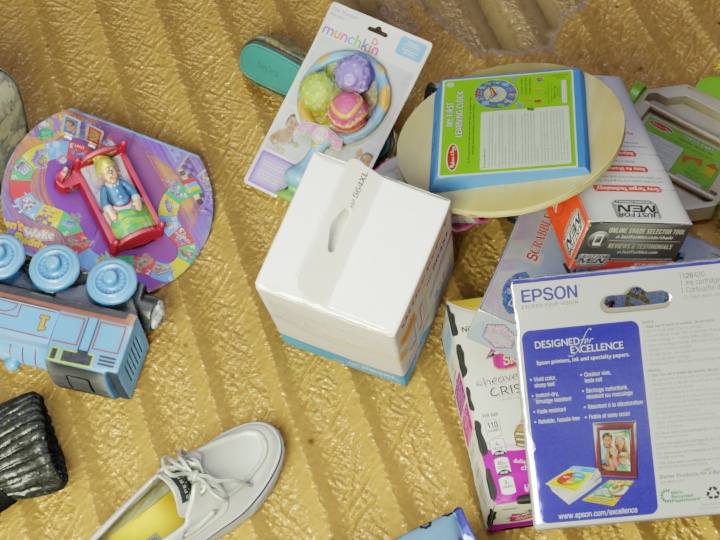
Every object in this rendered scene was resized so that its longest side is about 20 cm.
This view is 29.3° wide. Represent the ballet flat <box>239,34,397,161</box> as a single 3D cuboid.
[{"bbox_3d":[-0.032,-0.180,1.393,0.200,0.071,0.071,34,62,17],"label":"ballet flat"}]

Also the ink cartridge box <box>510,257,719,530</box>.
[{"bbox_3d":[0.225,0.097,1.093,0.196,0.047,0.201,-5,87,5],"label":"ink cartridge box"}]

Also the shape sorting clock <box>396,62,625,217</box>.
[{"bbox_3d":[0.129,-0.114,1.192,0.199,0.039,0.201,-6,44,6],"label":"shape sorting clock"}]

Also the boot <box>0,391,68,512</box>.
[{"bbox_3d":[-0.313,0.202,1.118,0.157,0.080,0.212,-13,57,-10],"label":"boot"}]

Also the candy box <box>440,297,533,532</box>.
[{"bbox_3d":[0.155,0.116,1.196,0.136,0.061,0.201,-7,56,-8],"label":"candy box"}]

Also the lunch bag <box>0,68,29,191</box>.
[{"bbox_3d":[-0.436,-0.123,1.293,0.199,0.140,0.168,26,53,13],"label":"lunch bag"}]

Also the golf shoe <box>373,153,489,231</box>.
[{"bbox_3d":[0.066,-0.069,1.271,0.200,0.075,0.092,-32,55,20],"label":"golf shoe"}]

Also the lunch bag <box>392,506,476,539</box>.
[{"bbox_3d":[0.054,0.312,1.058,0.150,0.094,0.201,-23,69,-19],"label":"lunch bag"}]

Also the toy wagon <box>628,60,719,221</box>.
[{"bbox_3d":[0.331,-0.132,1.380,0.155,0.040,0.200,31,60,17],"label":"toy wagon"}]

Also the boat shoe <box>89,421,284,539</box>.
[{"bbox_3d":[-0.145,0.182,1.131,0.202,0.086,0.075,-35,64,-21],"label":"boat shoe"}]

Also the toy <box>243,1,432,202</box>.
[{"bbox_3d":[-0.026,-0.155,1.326,0.115,0.047,0.201,26,91,16],"label":"toy"}]

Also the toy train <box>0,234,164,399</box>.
[{"bbox_3d":[-0.278,0.041,1.225,0.199,0.087,0.115,12,63,6],"label":"toy train"}]

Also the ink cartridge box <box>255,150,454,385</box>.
[{"bbox_3d":[0.000,0.000,1.171,0.125,0.200,0.129,20,76,10],"label":"ink cartridge box"}]

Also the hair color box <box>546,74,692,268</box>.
[{"bbox_3d":[0.211,-0.092,1.234,0.101,0.061,0.201,1,45,-16],"label":"hair color box"}]

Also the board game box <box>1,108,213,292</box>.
[{"bbox_3d":[-0.235,-0.072,1.289,0.199,0.039,0.159,20,66,-7],"label":"board game box"}]

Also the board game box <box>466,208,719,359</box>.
[{"bbox_3d":[0.215,0.021,1.200,0.199,0.041,0.200,24,45,6],"label":"board game box"}]

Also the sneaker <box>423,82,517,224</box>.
[{"bbox_3d":[0.144,-0.125,1.353,0.087,0.075,0.200,-22,61,-22],"label":"sneaker"}]
